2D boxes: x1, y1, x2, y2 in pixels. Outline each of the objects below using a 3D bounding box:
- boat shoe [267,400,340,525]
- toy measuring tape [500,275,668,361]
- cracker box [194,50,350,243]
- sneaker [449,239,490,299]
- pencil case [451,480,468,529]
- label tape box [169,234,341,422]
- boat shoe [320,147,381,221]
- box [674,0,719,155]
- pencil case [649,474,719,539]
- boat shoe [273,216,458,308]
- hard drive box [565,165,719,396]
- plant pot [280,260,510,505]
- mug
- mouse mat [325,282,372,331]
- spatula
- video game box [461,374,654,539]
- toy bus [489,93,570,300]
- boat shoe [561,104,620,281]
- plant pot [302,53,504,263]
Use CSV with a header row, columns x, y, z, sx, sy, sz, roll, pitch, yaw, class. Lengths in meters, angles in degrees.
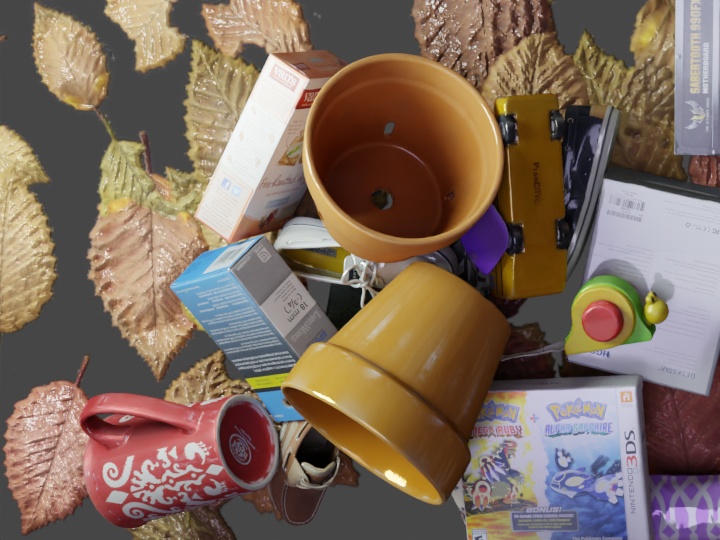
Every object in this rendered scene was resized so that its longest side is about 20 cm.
x,y,z,sx,sy,sz,roll,pitch,yaw,class
-0.060,0.216,1.711,0.075,0.072,0.202,-5,124,-20,boat shoe
0.213,0.047,1.529,0.198,0.074,0.074,-11,101,24,toy measuring tape
-0.086,-0.134,1.613,0.057,0.134,0.202,34,112,17,cracker box
0.120,-0.036,1.615,0.090,0.066,0.202,25,112,7,sneaker
0.132,0.212,1.671,0.202,0.089,0.078,64,154,-5,pencil case
-0.097,0.066,1.632,0.201,0.063,0.144,53,150,-16,label tape box
-0.005,-0.085,1.638,0.065,0.075,0.202,11,108,11,boat shoe
0.391,-0.215,1.495,0.156,0.048,0.203,1,104,17,box
0.339,0.250,1.620,0.197,0.084,0.087,-2,81,16,pencil case
-0.001,-0.004,1.586,0.199,0.086,0.075,13,123,10,boat shoe
0.310,0.009,1.564,0.154,0.077,0.203,14,107,13,hard drive box
0.051,0.101,1.509,0.199,0.200,0.184,34,75,6,plant pot
-0.213,0.209,1.702,0.198,0.177,0.135,-16,70,35,mug
0.026,0.109,1.668,0.199,0.007,0.163,24,112,37,mouse mat
0.114,0.010,1.561,0.057,0.020,0.201,57,153,29,spatula
0.203,0.206,1.581,0.197,0.047,0.185,-4,99,17,video game box
0.165,-0.075,1.520,0.064,0.078,0.203,-6,97,-18,toy bus
0.218,-0.078,1.572,0.061,0.075,0.203,15,102,11,boat shoe
0.033,-0.094,1.513,0.197,0.140,0.203,3,68,-9,plant pot
